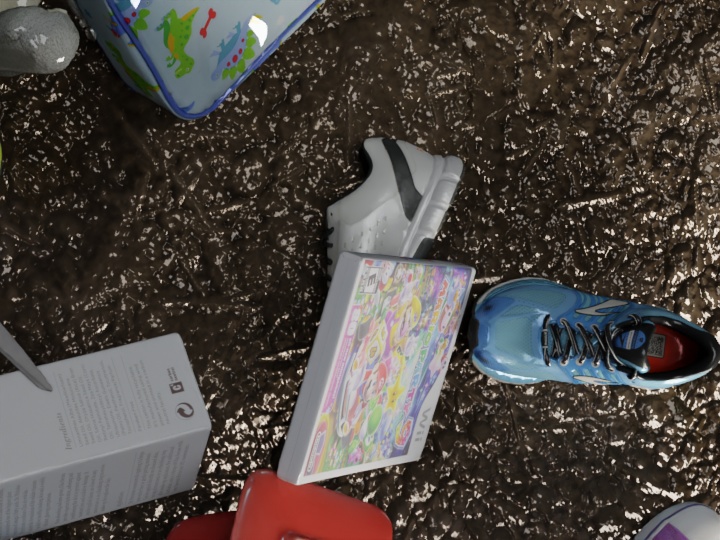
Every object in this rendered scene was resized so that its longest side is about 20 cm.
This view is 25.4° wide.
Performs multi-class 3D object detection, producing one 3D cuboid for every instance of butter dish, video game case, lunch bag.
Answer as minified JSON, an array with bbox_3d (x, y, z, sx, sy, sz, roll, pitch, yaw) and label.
[{"bbox_3d":[-0.083,0.236,1.027,0.199,0.146,0.202,30,65,-56],"label":"butter dish"},{"bbox_3d":[0.015,0.062,1.043,0.018,0.200,0.145,18,96,23],"label":"video game case"},{"bbox_3d":[-0.093,-0.207,1.031,0.200,0.082,0.161,-47,141,-14],"label":"lunch bag"}]

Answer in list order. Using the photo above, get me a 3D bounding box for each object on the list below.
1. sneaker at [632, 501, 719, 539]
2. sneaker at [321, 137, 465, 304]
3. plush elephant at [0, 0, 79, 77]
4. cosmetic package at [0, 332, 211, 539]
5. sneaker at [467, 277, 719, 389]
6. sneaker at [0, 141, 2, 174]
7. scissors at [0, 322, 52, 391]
[{"bbox_3d":[0.224,0.260,1.154,0.072,0.114,0.201,40,75,-14],"label":"sneaker"},{"bbox_3d":[0.000,0.000,1.106,0.079,0.074,0.202,24,76,-4],"label":"sneaker"},{"bbox_3d":[-0.254,-0.201,0.969,0.164,0.199,0.156,39,53,-29],"label":"plush elephant"},{"bbox_3d":[-0.201,0.112,0.993,0.198,0.102,0.072,-13,64,-21],"label":"cosmetic package"},{"bbox_3d":[0.172,0.046,1.150,0.198,0.090,0.079,3,87,-20],"label":"sneaker"},{"bbox_3d":[-0.317,-0.081,0.959,0.198,0.081,0.075,-9,67,-16],"label":"sneaker"},{"bbox_3d":[-0.255,-0.002,0.982,0.199,0.014,0.073,29,60,8],"label":"scissors"}]
